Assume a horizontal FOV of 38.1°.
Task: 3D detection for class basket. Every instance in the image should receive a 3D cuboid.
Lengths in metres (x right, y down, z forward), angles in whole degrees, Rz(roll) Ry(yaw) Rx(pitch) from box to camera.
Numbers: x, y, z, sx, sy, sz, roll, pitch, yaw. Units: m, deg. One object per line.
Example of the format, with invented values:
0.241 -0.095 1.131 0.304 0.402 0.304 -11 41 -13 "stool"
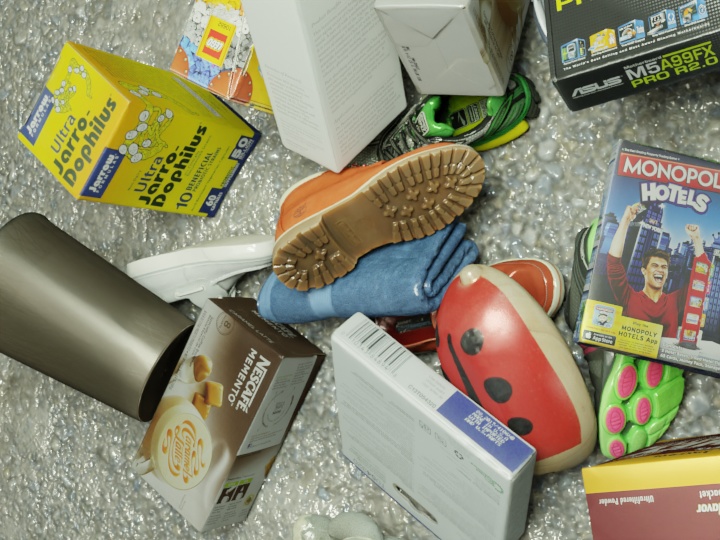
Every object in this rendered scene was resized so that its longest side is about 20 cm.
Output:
-0.274 0.056 1.060 0.199 0.136 0.181 27 144 12 "basket"

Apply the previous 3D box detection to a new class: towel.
0.000 0.000 0.945 0.199 0.112 0.049 -5 124 38 "towel"

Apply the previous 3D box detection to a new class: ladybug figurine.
0.118 0.087 0.847 0.135 0.072 0.201 4 126 60 "ladybug figurine"

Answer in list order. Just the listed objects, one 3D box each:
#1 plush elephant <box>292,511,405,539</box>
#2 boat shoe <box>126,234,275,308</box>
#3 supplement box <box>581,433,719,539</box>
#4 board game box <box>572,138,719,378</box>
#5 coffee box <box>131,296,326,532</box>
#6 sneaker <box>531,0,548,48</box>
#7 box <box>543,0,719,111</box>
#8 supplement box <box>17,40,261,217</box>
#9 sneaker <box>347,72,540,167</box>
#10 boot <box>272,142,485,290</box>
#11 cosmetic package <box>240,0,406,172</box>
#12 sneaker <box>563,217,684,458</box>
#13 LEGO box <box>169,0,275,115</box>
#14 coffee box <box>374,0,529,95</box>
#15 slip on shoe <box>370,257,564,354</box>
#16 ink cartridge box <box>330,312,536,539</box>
-0.007 0.297 0.907 0.199 0.154 0.166 -16 80 35 "plush elephant"
-0.162 0.008 1.079 0.199 0.072 0.069 -11 97 28 "boat shoe"
0.263 0.218 0.728 0.132 0.200 0.199 -12 82 30 "supplement box"
0.270 -0.023 0.777 0.198 0.062 0.202 13 85 -3 "board game box"
-0.133 0.141 1.044 0.114 0.080 0.201 34 105 28 "coffee box"
0.191 -0.257 0.848 0.070 0.108 0.202 5 90 31 "sneaker"
0.227 -0.213 0.729 0.199 0.044 0.161 -13 61 26 "box"
-0.215 -0.134 1.038 0.109 0.199 0.109 41 109 26 "supplement box"
0.058 -0.126 0.938 0.199 0.085 0.079 -30 72 27 "sneaker"
0.010 -0.070 0.908 0.199 0.075 0.108 -25 35 13 "boot"
-0.029 -0.191 0.857 0.071 0.201 0.101 29 61 30 "cosmetic package"
0.212 0.053 0.852 0.076 0.084 0.202 -6 98 -12 "sneaker"
-0.057 -0.217 0.946 0.077 0.200 0.150 29 101 29 "LEGO box"
0.091 -0.259 0.856 0.079 0.114 0.201 6 66 26 "coffee box"
0.086 0.036 0.927 0.199 0.061 0.075 -14 79 29 "slip on shoe"
0.059 0.156 0.903 0.196 0.201 0.043 36 62 27 "ink cartridge box"
